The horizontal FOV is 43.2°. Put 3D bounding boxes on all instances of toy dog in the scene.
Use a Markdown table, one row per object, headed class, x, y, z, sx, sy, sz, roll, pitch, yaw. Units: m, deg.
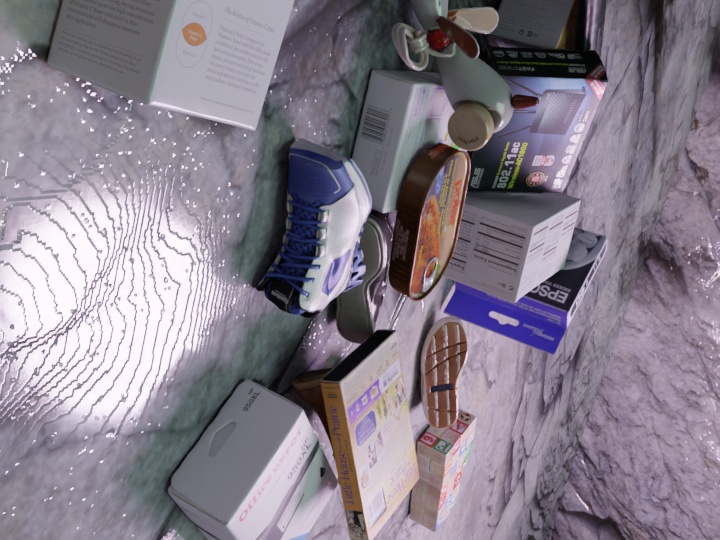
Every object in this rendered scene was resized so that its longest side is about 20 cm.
| class | x | y | z | sx | sy | sz | roll | pitch | yaw |
| --- | --- | --- | --- | --- | --- | --- | --- | --- | --- |
| toy dog | 0.126 | -0.226 | 0.979 | 0.200 | 0.095 | 0.133 | 52 | 38 | -35 |

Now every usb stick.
| class | x | y | z | sx | sy | sz | roll | pitch | yaw |
| --- | --- | --- | --- | --- | --- | --- | --- | --- | --- |
| usb stick | 0.293 | -0.295 | 1.167 | 0.056 | 0.032 | 0.201 | -59 | 154 | -32 |

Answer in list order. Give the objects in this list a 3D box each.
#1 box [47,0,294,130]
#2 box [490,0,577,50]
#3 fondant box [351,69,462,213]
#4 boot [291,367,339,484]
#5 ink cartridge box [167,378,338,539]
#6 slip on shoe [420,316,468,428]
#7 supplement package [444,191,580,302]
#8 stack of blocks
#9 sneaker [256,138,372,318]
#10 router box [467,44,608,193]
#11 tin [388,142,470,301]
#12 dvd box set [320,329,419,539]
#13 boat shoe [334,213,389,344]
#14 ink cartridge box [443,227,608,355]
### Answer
| class | x | y | z | sx | sy | sz | roll | pitch | yaw |
| --- | --- | --- | --- | --- | --- | --- | --- | --- | --- |
| box | -0.111 | -0.212 | 0.615 | 0.124 | 0.097 | 0.202 | 0 | 111 | -63 |
| box | 0.267 | -0.378 | 1.215 | 0.124 | 0.097 | 0.202 | 16 | 95 | -64 |
| fondant box | 0.066 | -0.154 | 1.064 | 0.199 | 0.058 | 0.146 | -17 | 125 | -58 |
| boot | -0.024 | 0.197 | 1.091 | 0.200 | 0.076 | 0.157 | 39 | 44 | -76 |
| ink cartridge box | -0.110 | 0.237 | 0.999 | 0.145 | 0.084 | 0.201 | -56 | 152 | -25 |
| slip on shoe | 0.130 | 0.155 | 1.449 | 0.061 | 0.075 | 0.202 | -104 | -170 | -61 |
| supplement package | 0.199 | -0.054 | 1.293 | 0.199 | 0.154 | 0.112 | -24 | 130 | -56 |
| stack of blocks | 0.147 | 0.356 | 1.639 | 0.115 | 0.058 | 0.202 | -40 | 143 | -45 |
| sneaker | -0.049 | -0.020 | 0.916 | 0.115 | 0.080 | 0.201 | -51 | 152 | -36 |
| router box | 0.216 | -0.191 | 1.183 | 0.201 | 0.148 | 0.063 | 100 | -14 | -48 |
| tin | 0.080 | -0.056 | 1.067 | 0.112 | 0.042 | 0.202 | -35 | 144 | -41 |
| dvd box set | 0.015 | 0.189 | 1.059 | 0.146 | 0.029 | 0.202 | -37 | 122 | -55 |
| boat shoe | 0.000 | 0.000 | 1.061 | 0.057 | 0.066 | 0.201 | -70 | 169 | -45 |
| ink cartridge box | 0.250 | 0.007 | 1.399 | 0.201 | 0.197 | 0.044 | -59 | 148 | -20 |
